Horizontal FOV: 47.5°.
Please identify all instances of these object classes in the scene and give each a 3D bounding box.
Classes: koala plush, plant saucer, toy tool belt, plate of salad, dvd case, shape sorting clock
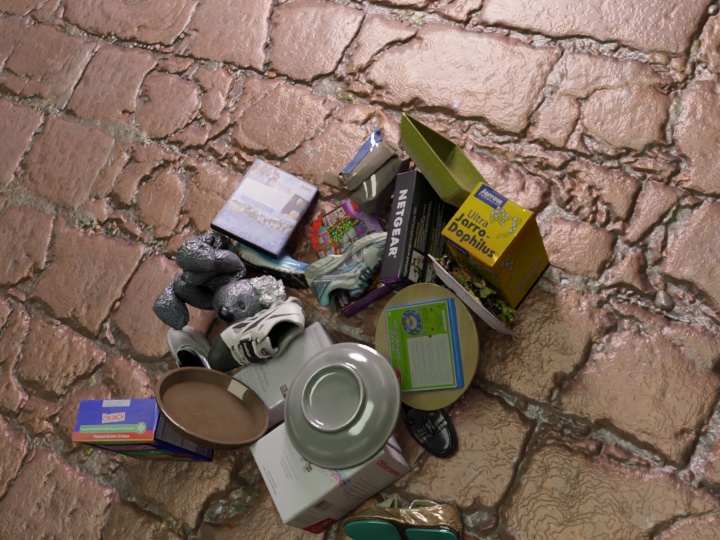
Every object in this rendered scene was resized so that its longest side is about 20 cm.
[{"bbox_3d":[-0.241,0.041,1.513,0.198,0.184,0.179,33,115,6],"label":"koala plush"},{"bbox_3d":[-0.036,0.202,1.267,0.197,0.050,0.203,-9,64,18],"label":"plant saucer"},{"bbox_3d":[-0.248,0.230,1.357,0.199,0.199,0.030,38,114,30],"label":"plant saucer"},{"bbox_3d":[0.027,-0.207,1.524,0.122,0.125,0.201,32,68,14],"label":"toy tool belt"},{"bbox_3d":[0.188,0.035,1.329,0.048,0.200,0.200,-46,59,6],"label":"plate of salad"},{"bbox_3d":[0.159,-0.171,1.445,0.048,0.199,0.201,-45,58,20],"label":"plant saucer"},{"bbox_3d":[-0.182,-0.122,1.575,0.141,0.018,0.201,25,52,4],"label":"dvd case"},{"bbox_3d":[0.105,0.122,1.320,0.197,0.039,0.204,-1,88,34],"label":"shape sorting clock"}]

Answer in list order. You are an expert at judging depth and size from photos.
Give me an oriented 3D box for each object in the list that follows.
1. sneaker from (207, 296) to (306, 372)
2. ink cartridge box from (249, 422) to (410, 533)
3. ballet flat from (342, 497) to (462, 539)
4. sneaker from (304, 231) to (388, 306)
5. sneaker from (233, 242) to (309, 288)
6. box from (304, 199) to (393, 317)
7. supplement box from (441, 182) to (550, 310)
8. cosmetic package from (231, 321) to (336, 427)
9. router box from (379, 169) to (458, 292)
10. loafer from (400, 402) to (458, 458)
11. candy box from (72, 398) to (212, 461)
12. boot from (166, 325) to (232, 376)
[{"bbox_3d":[-0.183,0.124,1.435,0.198,0.074,0.089,-34,27,4],"label":"sneaker"},{"bbox_3d":[-0.047,0.307,1.338,0.199,0.145,0.146,-34,59,4],"label":"ink cartridge box"},{"bbox_3d":[0.070,0.399,1.309,0.196,0.071,0.066,-1,40,18],"label":"ballet flat"},{"bbox_3d":[0.000,0.000,1.459,0.198,0.077,0.087,-27,72,17],"label":"sneaker"},{"bbox_3d":[-0.161,-0.034,1.573,0.198,0.079,0.091,23,74,28],"label":"sneaker"},{"bbox_3d":[-0.010,-0.032,1.532,0.135,0.039,0.202,-30,60,7],"label":"box"},{"bbox_3d":[0.226,-0.034,1.345,0.108,0.200,0.110,35,83,30],"label":"supplement box"},{"bbox_3d":[-0.126,0.191,1.463,0.198,0.074,0.102,-34,60,6],"label":"cosmetic package"},{"bbox_3d":[0.111,-0.051,1.425,0.051,0.148,0.203,-9,62,43],"label":"router box"},{"bbox_3d":[0.090,0.223,1.366,0.071,0.063,0.201,-36,59,5],"label":"loafer"},{"bbox_3d":[-0.375,0.285,1.447,0.166,0.200,0.078,-3,66,20],"label":"candy box"},{"bbox_3d":[-0.318,0.157,1.540,0.199,0.096,0.074,37,84,30],"label":"boot"}]
